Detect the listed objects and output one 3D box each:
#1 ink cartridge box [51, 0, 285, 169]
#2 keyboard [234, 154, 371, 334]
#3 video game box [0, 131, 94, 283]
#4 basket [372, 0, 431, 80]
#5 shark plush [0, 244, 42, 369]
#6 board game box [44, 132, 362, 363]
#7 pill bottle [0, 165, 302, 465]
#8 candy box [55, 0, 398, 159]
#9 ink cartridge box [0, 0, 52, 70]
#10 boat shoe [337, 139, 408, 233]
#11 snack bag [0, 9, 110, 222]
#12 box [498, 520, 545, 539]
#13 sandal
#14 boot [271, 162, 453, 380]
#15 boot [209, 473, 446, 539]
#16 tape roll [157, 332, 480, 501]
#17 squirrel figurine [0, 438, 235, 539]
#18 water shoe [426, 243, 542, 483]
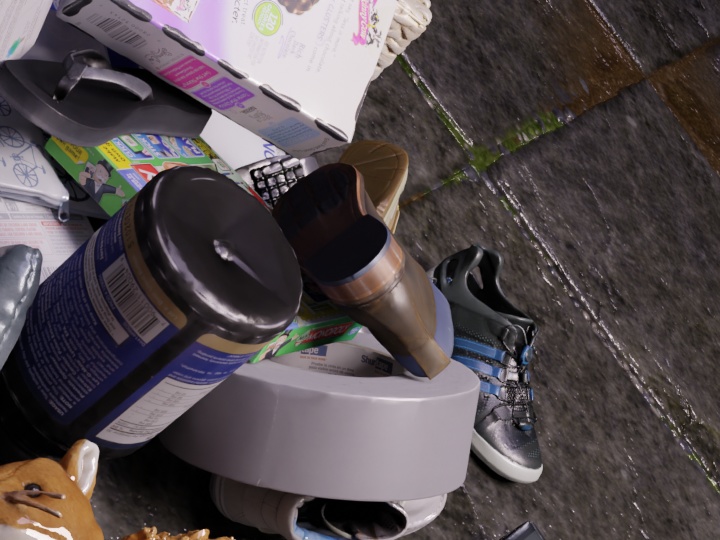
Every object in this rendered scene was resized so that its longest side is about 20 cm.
[{"bbox_3d":[-0.144,-0.138,1.333,0.200,0.043,0.197,24,41,-39],"label":"ink cartridge box"},{"bbox_3d":[-0.056,0.024,1.229,0.127,0.021,0.201,-21,94,-23],"label":"keyboard"},{"bbox_3d":[-0.260,-0.045,1.083,0.200,0.047,0.183,-2,61,-53],"label":"video game box"},{"bbox_3d":[-0.066,-0.240,1.351,0.200,0.161,0.199,33,34,-24],"label":"basket"},{"bbox_3d":[-0.230,0.076,0.936,0.091,0.083,0.201,53,45,-43],"label":"shark plush"},{"bbox_3d":[-0.095,-0.025,1.133,0.200,0.029,0.134,45,21,16],"label":"board game box"},{"bbox_3d":[-0.136,0.038,1.009,0.112,0.200,0.112,33,36,-28],"label":"pill bottle"},{"bbox_3d":[-0.075,-0.195,1.161,0.200,0.071,0.168,30,67,-26],"label":"candy box"},{"bbox_3d":[-0.248,-0.144,1.004,0.076,0.137,0.200,34,45,-2],"label":"ink cartridge box"},{"bbox_3d":[-0.014,-0.014,1.336,0.074,0.067,0.200,18,49,20],"label":"boat shoe"},{"bbox_3d":[-0.220,-0.115,1.147,0.200,0.021,0.189,14,46,-47],"label":"snack bag"},{"bbox_3d":[0.109,0.280,1.223,0.159,0.046,0.200,56,31,7],"label":"box"},{"bbox_3d":[-0.161,-0.119,1.119,0.076,0.043,0.200,38,20,16],"label":"sandal"},{"bbox_3d":[0.000,0.000,1.131,0.097,0.075,0.200,54,3,-24],"label":"boot"},{"bbox_3d":[0.003,0.157,1.153,0.199,0.074,0.095,6,10,-41],"label":"boot"},{"bbox_3d":[-0.026,0.085,1.116,0.200,0.200,0.067,-2,103,-53],"label":"tape roll"},{"bbox_3d":[-0.139,0.190,0.947,0.187,0.141,0.200,54,16,25],"label":"squirrel figurine"},{"bbox_3d":[0.107,0.070,1.403,0.071,0.079,0.201,7,52,-48],"label":"water shoe"}]
